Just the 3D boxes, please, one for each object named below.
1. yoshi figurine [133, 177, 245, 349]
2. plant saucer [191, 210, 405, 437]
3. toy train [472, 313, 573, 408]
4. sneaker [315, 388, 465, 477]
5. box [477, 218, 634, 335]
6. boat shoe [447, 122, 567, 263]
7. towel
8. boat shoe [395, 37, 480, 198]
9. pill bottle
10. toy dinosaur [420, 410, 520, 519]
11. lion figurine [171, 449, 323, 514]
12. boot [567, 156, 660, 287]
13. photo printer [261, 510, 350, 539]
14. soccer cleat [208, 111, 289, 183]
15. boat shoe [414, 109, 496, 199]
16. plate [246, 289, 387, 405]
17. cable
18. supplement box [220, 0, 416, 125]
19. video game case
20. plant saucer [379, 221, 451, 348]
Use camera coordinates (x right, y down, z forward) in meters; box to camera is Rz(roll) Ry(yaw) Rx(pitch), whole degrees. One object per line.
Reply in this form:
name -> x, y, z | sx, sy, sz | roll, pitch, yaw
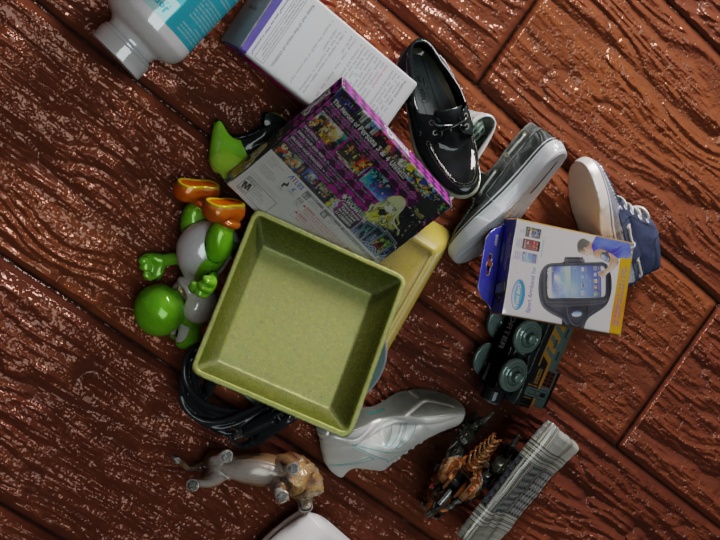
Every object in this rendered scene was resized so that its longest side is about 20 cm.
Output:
yoshi figurine -> -0.207, 0.001, 1.489 | 0.110, 0.113, 0.203 | 15, 111, -2
plant saucer -> -0.072, 0.064, 1.475 | 0.198, 0.048, 0.202 | 24, 76, -10
toy train -> 0.225, 0.086, 1.683 | 0.113, 0.085, 0.202 | 19, 94, -37
sneaker -> 0.040, 0.209, 1.658 | 0.197, 0.071, 0.081 | -11, 117, -10
box -> 0.244, 0.007, 1.604 | 0.197, 0.041, 0.121 | 10, 88, -23
boat shoe -> 0.174, -0.098, 1.620 | 0.200, 0.071, 0.072 | -47, 154, 10
towel -> 0.211, 0.290, 1.688 | 0.034, 0.200, 0.193 | 38, 89, 21
boat shoe -> 0.096, -0.185, 1.514 | 0.073, 0.066, 0.202 | -10, 72, -13
pill bottle -> -0.200, -0.305, 1.405 | 0.200, 0.111, 0.111 | -47, 114, -3
toy dinosaur -> 0.142, 0.260, 1.651 | 0.136, 0.199, 0.103 | -43, 101, -33
lion figurine -> -0.137, 0.249, 1.592 | 0.197, 0.122, 0.074 | 17, 87, -7
boot -> 0.337, -0.071, 1.691 | 0.090, 0.073, 0.202 | -28, 120, -18
photo printer -> -0.064, 0.417, 1.668 | 0.167, 0.069, 0.200 | -47, 113, -3
soccer cleat -> -0.080, -0.145, 1.512 | 0.197, 0.067, 0.082 | -2, 99, -13
boat shoe -> 0.092, -0.121, 1.558 | 0.073, 0.067, 0.201 | 39, 74, -21
plate -> -0.066, 0.099, 1.579 | 0.197, 0.026, 0.202 | -3, 125, -4
cable -> -0.120, 0.121, 1.545 | 0.199, 0.051, 0.164 | -34, 118, 12
supplement box -> -0.048, -0.241, 1.482 | 0.199, 0.101, 0.104 | 35, 91, -24
video game case -> -0.024, -0.093, 1.479 | 0.181, 0.036, 0.200 | -37, 116, 18
plant saucer -> 0.000, 0.000, 1.593 | 0.199, 0.048, 0.202 | 29, 92, -24
